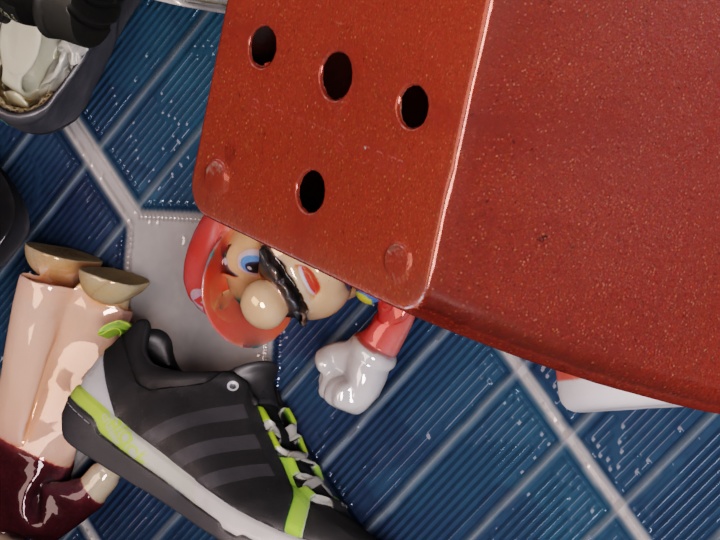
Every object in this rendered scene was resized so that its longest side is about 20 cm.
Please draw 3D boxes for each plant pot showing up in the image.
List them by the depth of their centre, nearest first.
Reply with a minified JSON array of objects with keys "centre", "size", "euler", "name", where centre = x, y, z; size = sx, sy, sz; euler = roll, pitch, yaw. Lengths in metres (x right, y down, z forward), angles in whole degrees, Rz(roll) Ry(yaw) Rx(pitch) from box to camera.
[{"centre":[0.055,-0.066,1.014],"size":[0.200,0.176,0.200],"euler":[26,109,46],"name":"plant pot"}]

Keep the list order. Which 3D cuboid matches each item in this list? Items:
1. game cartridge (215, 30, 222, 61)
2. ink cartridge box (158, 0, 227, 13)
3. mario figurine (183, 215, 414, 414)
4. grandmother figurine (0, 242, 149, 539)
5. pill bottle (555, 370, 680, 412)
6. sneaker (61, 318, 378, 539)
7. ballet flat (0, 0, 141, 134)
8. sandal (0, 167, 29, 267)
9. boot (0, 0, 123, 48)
[{"centre":[0.024,-0.139,1.208],"size":[0.133,0.042,0.200],"euler":[22,71,18],"name":"game cartridge"},{"centre":[-0.051,-0.218,1.267],"size":[0.083,0.147,0.200],"euler":[15,97,38],"name":"ink cartridge box"},{"centre":[0.000,0.000,1.249],"size":[0.200,0.106,0.123],"euler":[-10,82,35],"name":"mario figurine"},{"centre":[-0.170,0.089,1.408],"size":[0.121,0.061,0.200],"euler":[24,100,45],"name":"grandmother figurine"},{"centre":[0.130,-0.044,1.144],"size":[0.112,0.112,0.200],"euler":[-7,85,37],"name":"pill bottle"},{"centre":[-0.056,0.082,1.307],"size":[0.200,0.072,0.083],"euler":[29,88,24],"name":"sneaker"},{"centre":[-0.137,-0.156,1.381],"size":[0.073,0.073,0.200],"euler":[39,111,32],"name":"ballet flat"},{"centre":[-0.256,-0.056,1.428],"size":[0.200,0.043,0.076],"euler":[33,89,25],"name":"sandal"},{"centre":[-0.173,-0.217,1.321],"size":[0.158,0.079,0.211],"euler":[17,83,20],"name":"boot"}]
